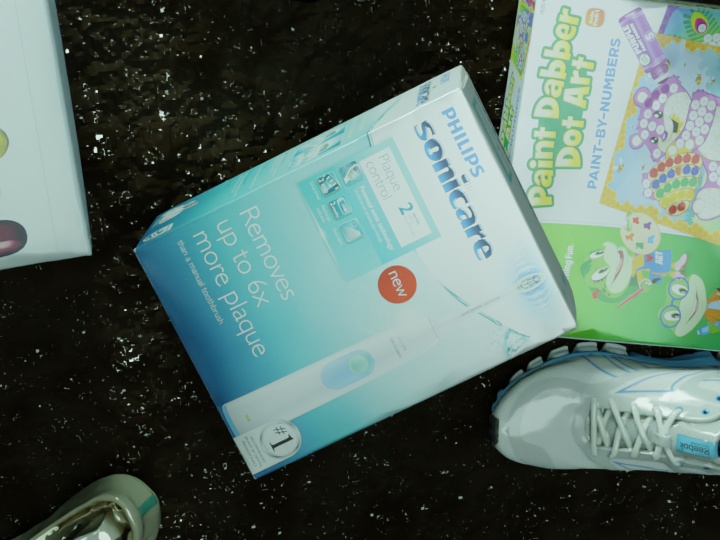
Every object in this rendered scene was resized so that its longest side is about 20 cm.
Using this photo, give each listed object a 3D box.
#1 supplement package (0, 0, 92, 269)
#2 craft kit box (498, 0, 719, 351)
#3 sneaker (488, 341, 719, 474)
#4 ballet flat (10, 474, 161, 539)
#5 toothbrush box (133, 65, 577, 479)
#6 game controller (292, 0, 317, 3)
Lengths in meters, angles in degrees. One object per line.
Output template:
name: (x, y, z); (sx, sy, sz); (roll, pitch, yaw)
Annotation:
supplement package: (-0.207, -0.111, 1.041); (0.110, 0.156, 0.202); (-10, 106, -7)
craft kit box: (0.175, -0.057, 1.179); (0.196, 0.049, 0.202); (5, 104, -8)
sneaker: (0.175, 0.086, 1.194); (0.198, 0.087, 0.076); (-5, 107, -7)
ballet flat: (-0.199, 0.189, 1.170); (0.200, 0.069, 0.070); (-40, 107, 3)
toothbrush box: (0.000, 0.000, 1.119); (0.199, 0.085, 0.147); (-25, 102, 8)
game controller: (-0.065, -0.239, 1.090); (0.200, 0.042, 0.104); (42, 95, -17)
